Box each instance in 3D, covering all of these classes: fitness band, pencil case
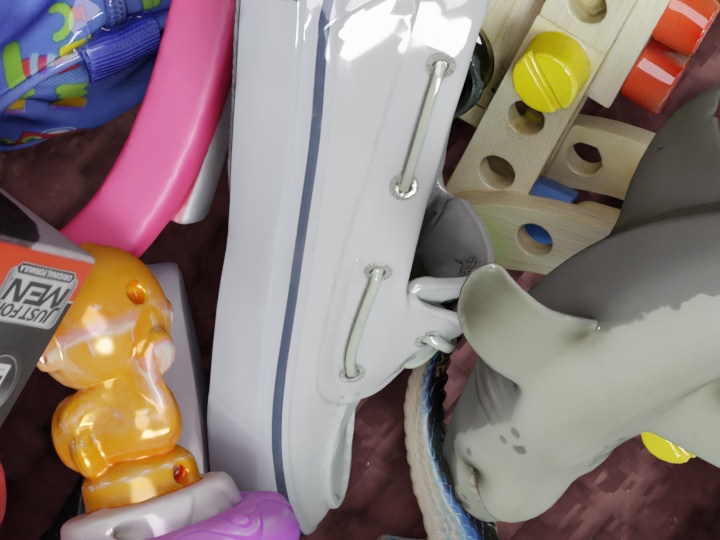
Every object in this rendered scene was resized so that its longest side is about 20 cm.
[{"bbox_3d":[-0.094,-0.081,0.717,0.143,0.037,0.201,17,98,9],"label":"fitness band"},{"bbox_3d":[-0.110,-0.133,0.773,0.078,0.087,0.201,-27,89,-14],"label":"pencil case"}]

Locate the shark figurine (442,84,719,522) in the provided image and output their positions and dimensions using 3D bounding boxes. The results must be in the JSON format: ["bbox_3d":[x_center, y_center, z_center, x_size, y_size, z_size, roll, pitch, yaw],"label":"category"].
[{"bbox_3d":[0.105,-0.006,0.675,0.213,0.128,0.090,-11,52,20],"label":"shark figurine"}]

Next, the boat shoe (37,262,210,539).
[{"bbox_3d":[-0.072,0.099,0.773,0.067,0.072,0.201,-1,93,-3],"label":"boat shoe"}]

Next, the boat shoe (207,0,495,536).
[{"bbox_3d":[0.000,0.000,0.716,0.066,0.201,0.074,8,46,5],"label":"boat shoe"}]

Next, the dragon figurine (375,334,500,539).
[{"bbox_3d":[0.043,0.114,0.778,0.099,0.059,0.201,9,90,-4],"label":"dragon figurine"}]

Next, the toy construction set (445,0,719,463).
[{"bbox_3d":[0.081,-0.056,0.737,0.131,0.092,0.200,32,118,5],"label":"toy construction set"}]

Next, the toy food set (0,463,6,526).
[{"bbox_3d":[-0.155,0.124,0.677,0.198,0.049,0.201,-38,125,-25],"label":"toy food set"}]

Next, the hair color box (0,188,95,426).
[{"bbox_3d":[-0.168,-0.035,0.661,0.200,0.101,0.061,36,99,24],"label":"hair color box"}]

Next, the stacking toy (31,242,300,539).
[{"bbox_3d":[-0.042,0.091,0.688,0.116,0.109,0.201,-20,94,-44],"label":"stacking toy"}]
